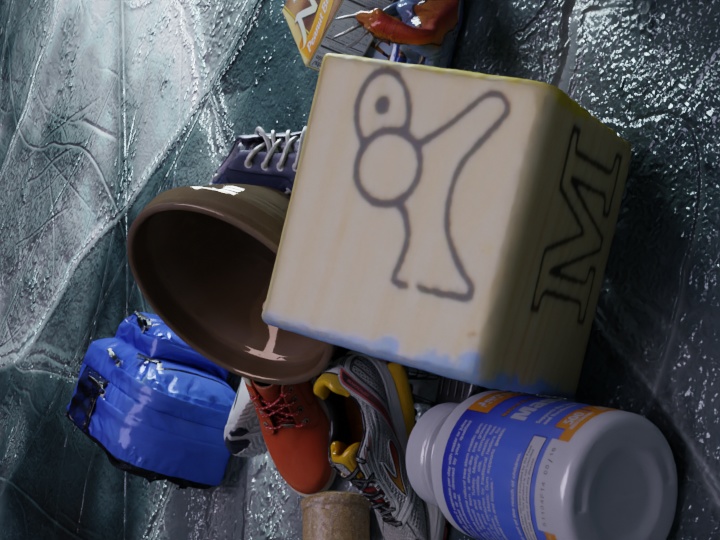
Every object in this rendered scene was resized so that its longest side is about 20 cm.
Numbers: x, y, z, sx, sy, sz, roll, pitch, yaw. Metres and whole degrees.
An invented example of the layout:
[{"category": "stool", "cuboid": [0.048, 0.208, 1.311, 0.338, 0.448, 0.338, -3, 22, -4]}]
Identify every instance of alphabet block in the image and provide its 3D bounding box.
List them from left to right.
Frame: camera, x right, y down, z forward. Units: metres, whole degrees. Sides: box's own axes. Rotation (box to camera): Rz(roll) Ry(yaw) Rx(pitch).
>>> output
[{"category": "alphabet block", "cuboid": [0.069, -0.029, 0.893, 0.193, 0.196, 0.203, 14, 89, 28]}]

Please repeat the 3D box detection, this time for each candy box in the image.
[{"category": "candy box", "cuboid": [0.001, -0.297, 1.146, 0.201, 0.055, 0.116, -59, 32, 27]}]

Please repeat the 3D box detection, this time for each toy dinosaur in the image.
[{"category": "toy dinosaur", "cuboid": [0.046, -0.219, 1.026, 0.201, 0.105, 0.181, -54, 7, -4]}]

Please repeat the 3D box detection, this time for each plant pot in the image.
[{"category": "plant pot", "cuboid": [-0.092, -0.006, 1.022, 0.200, 0.201, 0.093, -27, 23, 49]}]

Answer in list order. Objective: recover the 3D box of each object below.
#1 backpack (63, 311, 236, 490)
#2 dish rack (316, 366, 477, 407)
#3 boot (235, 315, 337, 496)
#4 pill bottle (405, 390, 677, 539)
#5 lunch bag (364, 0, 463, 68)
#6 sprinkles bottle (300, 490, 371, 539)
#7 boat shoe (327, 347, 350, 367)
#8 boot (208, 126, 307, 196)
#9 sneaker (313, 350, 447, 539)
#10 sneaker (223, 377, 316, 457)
[{"category": "backpack", "cuboid": [-0.227, 0.147, 1.359, 0.199, 0.161, 0.170, 28, 101, 58]}, {"category": "dish rack", "cuboid": [0.042, 0.049, 1.086, 0.199, 0.054, 0.156, 1, 80, 57]}, {"category": "boot", "cuboid": [-0.075, 0.127, 1.139, 0.107, 0.074, 0.203, -44, -62, -79]}, {"category": "pill bottle", "cuboid": [0.121, 0.147, 0.873, 0.199, 0.111, 0.114, 3, 80, 56]}, {"category": "lunch bag", "cuboid": [0.032, -0.251, 1.200, 0.160, 0.075, 0.203, 13, 88, 60]}, {"category": "sprinkles bottle", "cuboid": [-0.021, 0.303, 1.072, 0.068, 0.068, 0.203, -29, 54, 48]}, {"category": "boat shoe", "cuboid": [-0.001, 0.000, 1.069, 0.071, 0.069, 0.204, 31, 109, 47]}, {"category": "boot", "cuboid": [-0.060, -0.092, 1.031, 0.200, 0.090, 0.073, -41, 26, 51]}, {"category": "sneaker", "cuboid": [0.011, 0.168, 1.025, 0.077, 0.081, 0.203, -19, 89, 51]}, {"category": "sneaker", "cuboid": [-0.096, 0.085, 1.261, 0.130, 0.079, 0.201, 46, 116, 54]}]
